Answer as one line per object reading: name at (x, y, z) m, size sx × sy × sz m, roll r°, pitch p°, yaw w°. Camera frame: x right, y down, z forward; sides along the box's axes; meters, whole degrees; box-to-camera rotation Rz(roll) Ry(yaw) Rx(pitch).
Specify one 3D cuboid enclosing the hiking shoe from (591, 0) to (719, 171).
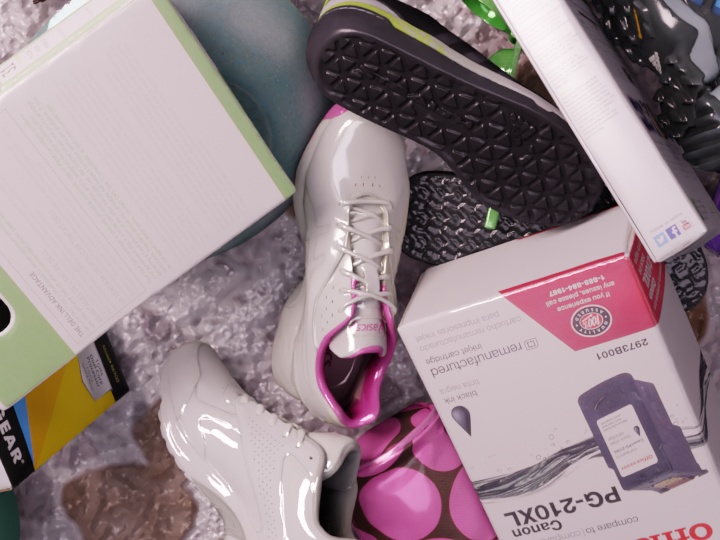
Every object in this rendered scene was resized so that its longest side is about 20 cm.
hiking shoe at (0.187, -0.146, 0.800) m, size 0.086 × 0.075 × 0.201 m, roll -15°, pitch 67°, yaw -12°

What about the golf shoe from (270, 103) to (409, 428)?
golf shoe at (0.000, 0.000, 0.855) m, size 0.075 × 0.092 × 0.201 m, roll -2°, pitch 113°, yaw -22°

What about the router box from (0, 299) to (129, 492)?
router box at (-0.218, 0.010, 0.830) m, size 0.051 × 0.149 × 0.201 m, roll -16°, pitch 102°, yaw 21°

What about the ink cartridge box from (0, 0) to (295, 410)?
ink cartridge box at (-0.152, -0.042, 0.764) m, size 0.200 × 0.048 × 0.146 m, roll -36°, pitch 122°, yaw -4°

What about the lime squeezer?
lime squeezer at (0.069, -0.129, 0.870) m, size 0.070 × 0.038 × 0.201 m, roll -22°, pitch 89°, yaw -17°

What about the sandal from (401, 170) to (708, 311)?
sandal at (0.119, -0.024, 0.903) m, size 0.199 × 0.048 × 0.076 m, roll 15°, pitch 100°, yaw 7°

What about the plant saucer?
plant saucer at (-0.104, -0.075, 0.831) m, size 0.200 × 0.039 × 0.202 m, roll -11°, pitch 127°, yaw -15°

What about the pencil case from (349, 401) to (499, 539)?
pencil case at (0.051, 0.187, 0.912) m, size 0.093 × 0.091 × 0.201 m, roll -25°, pitch 98°, yaw 7°

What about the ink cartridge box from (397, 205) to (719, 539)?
ink cartridge box at (0.132, 0.081, 0.865) m, size 0.144 × 0.084 × 0.201 m, roll -18°, pitch 110°, yaw 22°

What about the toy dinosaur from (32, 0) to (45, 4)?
toy dinosaur at (-0.202, -0.230, 0.828) m, size 0.199 × 0.086 × 0.136 m, roll -30°, pitch 93°, yaw -3°

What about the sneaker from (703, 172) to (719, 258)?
sneaker at (0.229, -0.107, 0.887) m, size 0.083 × 0.081 × 0.202 m, roll 8°, pitch 90°, yaw 11°

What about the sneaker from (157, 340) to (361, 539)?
sneaker at (-0.048, 0.115, 0.865) m, size 0.099 × 0.078 × 0.201 m, roll -37°, pitch 65°, yaw 12°

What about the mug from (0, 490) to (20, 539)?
mug at (-0.272, 0.150, 0.871) m, size 0.152 × 0.114 × 0.185 m, roll 44°, pitch 94°, yaw -9°

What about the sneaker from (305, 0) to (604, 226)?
sneaker at (0.060, -0.105, 0.826) m, size 0.199 × 0.083 × 0.072 m, roll 33°, pitch 126°, yaw -14°

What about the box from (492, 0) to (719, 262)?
box at (0.134, -0.099, 0.809) m, size 0.036 × 0.144 × 0.201 m, roll -31°, pitch 82°, yaw 17°
